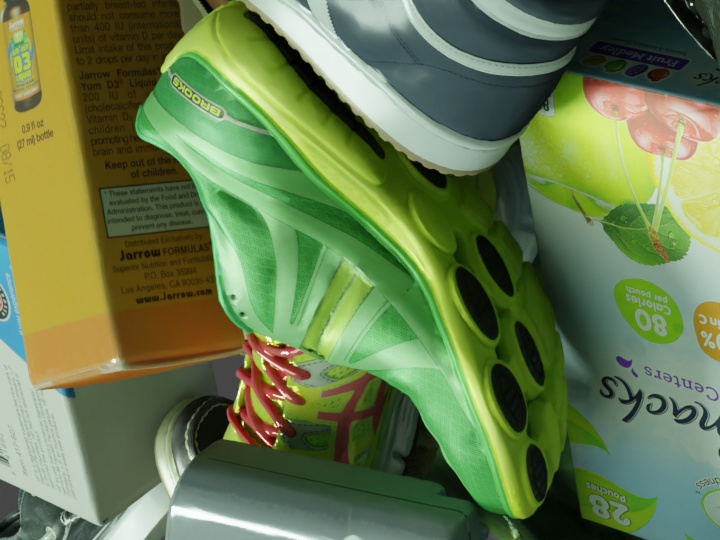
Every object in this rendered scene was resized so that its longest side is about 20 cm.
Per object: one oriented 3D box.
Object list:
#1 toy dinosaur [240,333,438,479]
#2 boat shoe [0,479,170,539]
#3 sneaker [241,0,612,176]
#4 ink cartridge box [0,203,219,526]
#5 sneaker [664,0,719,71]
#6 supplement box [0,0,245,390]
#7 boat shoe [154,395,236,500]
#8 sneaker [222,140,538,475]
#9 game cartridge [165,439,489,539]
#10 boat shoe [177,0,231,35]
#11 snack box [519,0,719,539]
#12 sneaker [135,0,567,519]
[{"bbox_3d":[0.013,0.071,1.067,0.101,0.058,0.200,-49,49,28],"label":"toy dinosaur"},{"bbox_3d":[-0.128,0.111,1.273,0.068,0.072,0.200,48,150,-1],"label":"boat shoe"},{"bbox_3d":[-0.009,-0.125,0.841,0.200,0.070,0.109,39,141,-3],"label":"sneaker"},{"bbox_3d":[-0.168,0.006,1.198,0.200,0.084,0.146,20,134,39],"label":"ink cartridge box"},{"bbox_3d":[0.126,-0.084,0.811,0.090,0.066,0.200,-16,77,62],"label":"sneaker"},{"bbox_3d":[-0.101,-0.059,1.037,0.067,0.069,0.200,-14,86,50],"label":"supplement box"},{"bbox_3d":[-0.004,0.126,1.161,0.200,0.072,0.065,51,138,-8],"label":"boat shoe"},{"bbox_3d":[-0.017,0.027,1.000,0.078,0.090,0.200,44,111,44],"label":"sneaker"},{"bbox_3d":[-0.006,0.159,0.992,0.133,0.041,0.200,11,124,35],"label":"game cartridge"},{"bbox_3d":[-0.051,-0.138,0.971,0.200,0.072,0.068,50,126,11],"label":"boat shoe"},{"bbox_3d":[0.146,0.015,0.913,0.169,0.068,0.200,16,133,36],"label":"snack box"},{"bbox_3d":[0.000,0.000,0.923,0.084,0.074,0.200,-33,96,32],"label":"sneaker"}]
